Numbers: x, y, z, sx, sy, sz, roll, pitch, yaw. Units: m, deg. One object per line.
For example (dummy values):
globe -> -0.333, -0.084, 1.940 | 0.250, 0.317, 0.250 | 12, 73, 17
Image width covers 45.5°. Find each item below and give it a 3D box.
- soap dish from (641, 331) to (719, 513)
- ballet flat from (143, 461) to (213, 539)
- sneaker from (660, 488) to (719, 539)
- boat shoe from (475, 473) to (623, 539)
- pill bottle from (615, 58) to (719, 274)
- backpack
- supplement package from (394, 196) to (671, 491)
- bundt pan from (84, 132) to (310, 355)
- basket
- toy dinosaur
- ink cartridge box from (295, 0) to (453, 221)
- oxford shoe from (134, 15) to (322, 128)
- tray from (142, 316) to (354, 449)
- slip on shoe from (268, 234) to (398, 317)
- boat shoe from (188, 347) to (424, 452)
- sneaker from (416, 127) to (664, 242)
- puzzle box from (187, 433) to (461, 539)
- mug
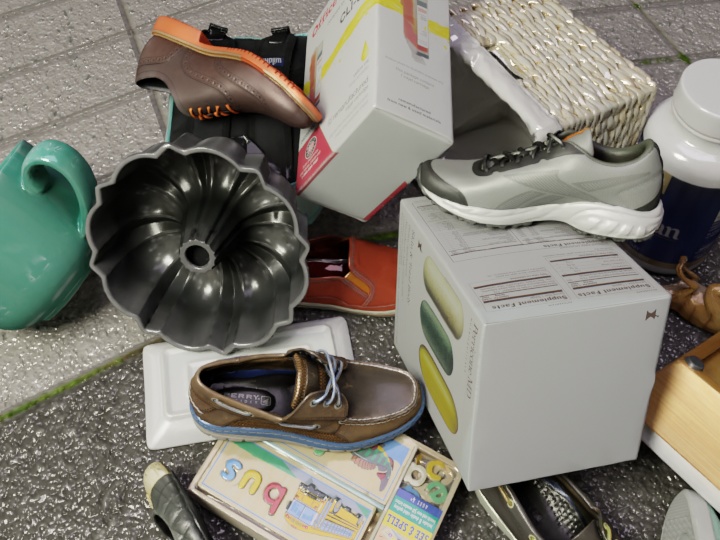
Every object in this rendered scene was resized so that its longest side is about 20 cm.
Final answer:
soap dish -> 0.331, 0.138, 0.706 | 0.156, 0.082, 0.200 | -13, 48, -46
ballet flat -> -0.131, 0.234, 0.652 | 0.056, 0.067, 0.202 | -23, 57, -13
sneaker -> 0.302, 0.267, 0.649 | 0.115, 0.074, 0.203 | 5, 50, -8
boat shoe -> 0.167, 0.216, 0.683 | 0.071, 0.061, 0.201 | -33, 61, -24
pill bottle -> 0.321, -0.100, 0.840 | 0.108, 0.202, 0.113 | 1, 52, -2
backpack -> -0.111, -0.129, 0.870 | 0.171, 0.155, 0.203 | 2, 52, -6
supplement package -> 0.126, 0.044, 0.707 | 0.147, 0.155, 0.201 | -7, 30, -13
bundt pan -> -0.135, -0.031, 0.759 | 0.197, 0.206, 0.076 | 7, 32, 3
basket -> 0.159, -0.148, 0.871 | 0.158, 0.202, 0.199 | -24, 56, -22
toy dinosaur -> 0.357, 0.041, 0.838 | 0.198, 0.060, 0.108 | 32, 95, 18
ink cartridge box -> 0.011, -0.173, 0.777 | 0.082, 0.145, 0.204 | 17, 57, -25
oxford shoe -> -0.121, -0.159, 0.772 | 0.198, 0.071, 0.074 | 28, 85, 27
tray -> -0.100, 0.095, 0.786 | 0.195, 0.022, 0.109 | -8, 53, -9
slip on shoe -> 0.000, 0.000, 0.838 | 0.195, 0.062, 0.075 | 2, 51, -3
boat shoe -> -0.042, 0.103, 0.696 | 0.195, 0.073, 0.074 | -3, 59, -6
sneaker -> 0.142, -0.078, 0.684 | 0.195, 0.081, 0.074 | 5, 28, 10
puzzle box -> -0.027, 0.176, 0.711 | 0.197, 0.026, 0.134 | 26, 61, 11
mug -> -0.299, -0.024, 0.769 | 0.114, 0.184, 0.154 | 40, 70, -24
